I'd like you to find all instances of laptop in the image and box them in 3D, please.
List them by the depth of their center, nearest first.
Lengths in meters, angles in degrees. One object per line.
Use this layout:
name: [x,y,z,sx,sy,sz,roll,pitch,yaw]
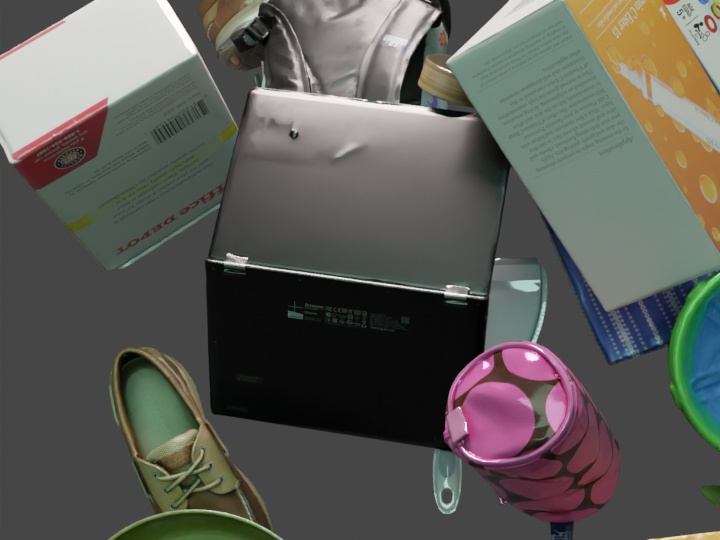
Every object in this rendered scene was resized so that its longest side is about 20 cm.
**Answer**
laptop: [0.000,0.000,0.972,0.186,0.201,0.116,8,33,9]

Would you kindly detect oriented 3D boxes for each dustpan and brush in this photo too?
dustpan and brush: [0.064,0.077,1.016,0.139,0.057,0.201,-1,71,7]

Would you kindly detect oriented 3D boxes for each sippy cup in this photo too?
sippy cup: [0.263,0.058,0.950,0.178,0.130,0.140,-44,88,1]

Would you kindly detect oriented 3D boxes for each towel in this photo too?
towel: [0.247,-0.027,1.049,0.199,0.024,0.145,-21,69,0]

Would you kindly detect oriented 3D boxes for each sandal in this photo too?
sandal: [0.110,-0.109,1.040,0.078,0.211,0.070,35,114,37]

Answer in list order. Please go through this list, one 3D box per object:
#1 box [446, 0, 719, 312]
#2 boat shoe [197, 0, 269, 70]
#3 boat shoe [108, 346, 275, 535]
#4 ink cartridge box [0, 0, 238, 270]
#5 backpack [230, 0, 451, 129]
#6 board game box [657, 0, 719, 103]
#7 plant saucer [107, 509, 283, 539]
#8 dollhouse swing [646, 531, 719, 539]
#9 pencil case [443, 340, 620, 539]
box: [0.167,-0.097,0.942,0.200,0.097,0.124,56,40,-12]
boat shoe: [-0.044,-0.244,1.137,0.200,0.076,0.072,-35,68,-8]
boat shoe: [-0.128,0.140,1.011,0.076,0.074,0.200,-32,70,-4]
ink cartridge box: [-0.171,-0.100,1.035,0.145,0.200,0.084,-32,67,-4]
backpack: [-0.001,-0.106,1.053,0.166,0.127,0.201,-9,67,22]
board game box: [0.304,-0.181,1.017,0.196,0.056,0.200,-40,100,-16]
plant saucer: [-0.106,0.259,0.963,0.199,0.031,0.201,0,91,8]
dollhouse swing: [0.242,0.260,0.868,0.199,0.176,0.182,-7,70,4]
pencil case: [0.111,0.112,0.923,0.093,0.200,0.091,-13,65,13]
